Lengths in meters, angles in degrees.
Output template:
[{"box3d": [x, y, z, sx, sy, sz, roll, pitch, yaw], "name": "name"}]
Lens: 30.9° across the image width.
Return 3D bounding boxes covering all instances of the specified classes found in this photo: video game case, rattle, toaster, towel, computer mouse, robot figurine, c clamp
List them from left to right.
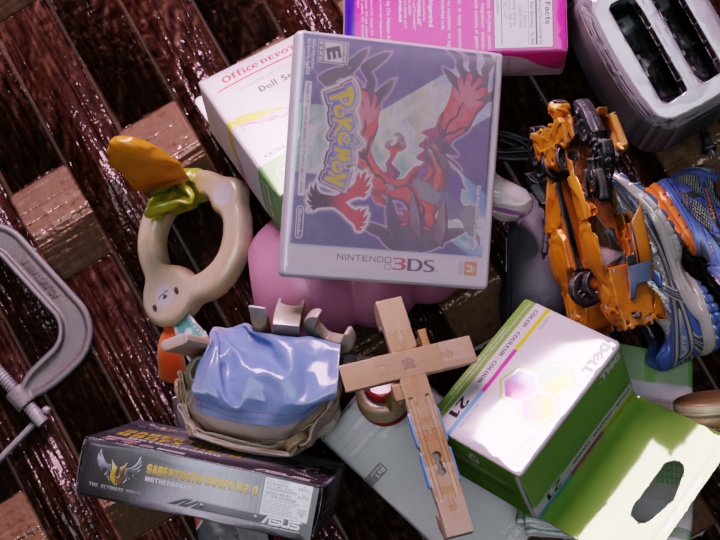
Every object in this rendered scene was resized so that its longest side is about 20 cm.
[{"box3d": [-0.351, 0.062, 1.258, 0.170, 0.027, 0.201, -38, 85, 3], "name": "c clamp"}, {"box3d": [-0.179, -0.002, 1.180, 0.129, 0.143, 0.202, 16, 86, 15], "name": "rattle"}, {"box3d": [0.027, -0.090, 1.086, 0.181, 0.023, 0.202, 4, 90, -15], "name": "video game case"}, {"box3d": [0.143, -0.038, 1.190, 0.139, 0.046, 0.202, 13, 82, 8], "name": "computer mouse"}, {"box3d": [0.194, -0.047, 1.096, 0.058, 0.145, 0.202, -10, 86, -18], "name": "robot figurine"}, {"box3d": [0.219, 0.150, 1.144, 0.148, 0.031, 0.201, 8, 52, 5], "name": "towel"}, {"box3d": [0.262, -0.190, 1.152, 0.113, 0.129, 0.201, -27, 85, 5], "name": "toaster"}]

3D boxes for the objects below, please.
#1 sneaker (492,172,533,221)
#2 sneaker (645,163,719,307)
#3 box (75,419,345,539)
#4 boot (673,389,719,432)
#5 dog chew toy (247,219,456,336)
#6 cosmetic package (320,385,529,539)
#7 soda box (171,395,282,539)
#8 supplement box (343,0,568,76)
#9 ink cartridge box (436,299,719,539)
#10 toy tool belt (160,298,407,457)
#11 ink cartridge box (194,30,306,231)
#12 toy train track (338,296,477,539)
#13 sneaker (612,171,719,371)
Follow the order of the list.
[{"box3d": [0.075, -0.112, 1.176, 0.199, 0.075, 0.100, 29, 88, 25], "name": "sneaker"}, {"box3d": [0.340, -0.014, 1.165, 0.078, 0.075, 0.200, -38, 86, 0], "name": "sneaker"}, {"box3d": [-0.120, 0.174, 1.098, 0.198, 0.158, 0.049, 11, 90, 7], "name": "box"}, {"box3d": [0.348, 0.184, 1.126, 0.198, 0.073, 0.157, 7, 91, -29], "name": "boot"}, {"box3d": [0.000, 0.000, 1.180, 0.198, 0.125, 0.126, -8, 86, -2], "name": "dog chew toy"}, {"box3d": [0.072, 0.181, 1.178, 0.200, 0.090, 0.107, 40, 88, 9], "name": "cosmetic package"}, {"box3d": [-0.119, 0.208, 1.208, 0.070, 0.063, 0.202, -12, 86, 5], "name": "soda box"}, {"box3d": [0.088, -0.233, 1.187, 0.198, 0.101, 0.104, 0, 87, 5], "name": "supplement box"}, {"box3d": [0.179, 0.131, 1.063, 0.199, 0.076, 0.148, 26, 65, 39], "name": "ink cartridge box"}, {"box3d": [-0.059, 0.087, 1.085, 0.198, 0.123, 0.126, -2, 55, 5], "name": "toy tool belt"}, {"box3d": [-0.066, -0.136, 1.164, 0.117, 0.068, 0.200, -29, 56, -13], "name": "ink cartridge box"}, {"box3d": [0.048, 0.120, 1.053, 0.114, 0.033, 0.201, -11, 68, -14], "name": "toy train track"}, {"box3d": [0.244, 0.001, 1.155, 0.085, 0.077, 0.201, -33, 92, -8], "name": "sneaker"}]
